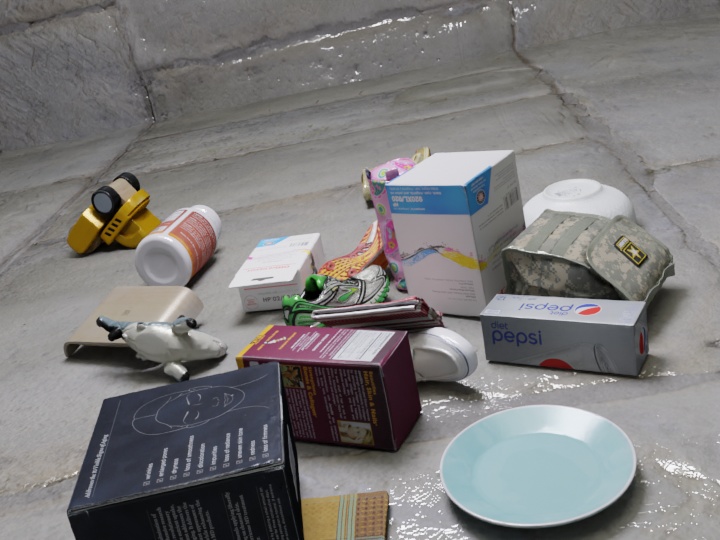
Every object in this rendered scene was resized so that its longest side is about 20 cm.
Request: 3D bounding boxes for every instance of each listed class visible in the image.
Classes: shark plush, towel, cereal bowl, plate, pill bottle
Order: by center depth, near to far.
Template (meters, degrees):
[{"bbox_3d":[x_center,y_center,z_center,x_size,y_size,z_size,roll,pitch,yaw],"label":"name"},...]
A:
[{"bbox_3d":[-0.070,0.272,0.836,0.195,0.022,0.147,-8,22,8],"label":"towel"},{"bbox_3d":[0.178,0.200,0.872,0.196,0.026,0.201,-10,21,4],"label":"plate"},{"bbox_3d":[0.028,0.062,1.149,0.141,0.023,0.200,-7,-12,14],"label":"towel"},{"bbox_3d":[-0.300,0.108,1.275,0.195,0.093,0.083,0,7,15],"label":"shark plush"},{"bbox_3d":[0.352,-0.095,1.416,0.195,0.085,0.201,-10,23,4],"label":"cereal bowl"},{"bbox_3d":[-0.335,-0.049,1.627,0.110,0.114,0.201,-5,23,16],"label":"pill bottle"}]

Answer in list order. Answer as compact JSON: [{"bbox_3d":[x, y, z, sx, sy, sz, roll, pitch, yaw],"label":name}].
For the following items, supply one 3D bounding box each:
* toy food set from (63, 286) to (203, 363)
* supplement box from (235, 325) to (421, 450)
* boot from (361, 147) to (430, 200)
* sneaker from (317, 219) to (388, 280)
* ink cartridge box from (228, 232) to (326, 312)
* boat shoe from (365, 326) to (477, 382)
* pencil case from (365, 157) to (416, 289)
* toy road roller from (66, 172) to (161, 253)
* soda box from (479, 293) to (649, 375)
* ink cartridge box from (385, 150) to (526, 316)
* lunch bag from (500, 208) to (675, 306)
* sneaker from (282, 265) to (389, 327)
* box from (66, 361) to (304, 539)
[{"bbox_3d":[-0.367,0.093,1.393,0.196,0.061,0.144,-1,36,28],"label":"toy food set"},{"bbox_3d":[-0.037,0.135,1.025,0.196,0.113,0.086,0,24,27],"label":"supplement box"},{"bbox_3d":[0.077,-0.204,1.836,0.152,0.074,0.201,-6,28,7],"label":"boot"},{"bbox_3d":[0.000,0.000,1.409,0.199,0.078,0.073,-38,49,-19],"label":"sneaker"},{"bbox_3d":[-0.134,0.010,1.436,0.113,0.069,0.201,-6,22,14],"label":"ink cartridge box"},{"bbox_3d":[0.057,0.117,1.091,0.198,0.075,0.065,-5,23,47],"label":"boat shoe"},{"bbox_3d":[0.069,-0.073,1.349,0.086,0.204,0.088,-13,22,5],"label":"pencil case"},{"bbox_3d":[-0.528,-0.099,1.881,0.200,0.146,0.123,-44,7,28],"label":"toy road roller"},{"bbox_3d":[0.251,0.077,1.070,0.196,0.070,0.063,3,25,32],"label":"soda box"},{"bbox_3d":[0.148,-0.055,1.267,0.143,0.204,0.147,4,27,39],"label":"ink cartridge box"},{"bbox_3d":[0.311,-0.002,1.172,0.197,0.120,0.163,11,31,33],"label":"lunch bag"},{"bbox_3d":[-0.032,0.036,1.283,0.077,0.087,0.199,-5,19,48],"label":"sneaker"},{"bbox_3d":[-0.160,0.204,0.848,0.192,0.127,0.201,-10,22,-3],"label":"box"}]
